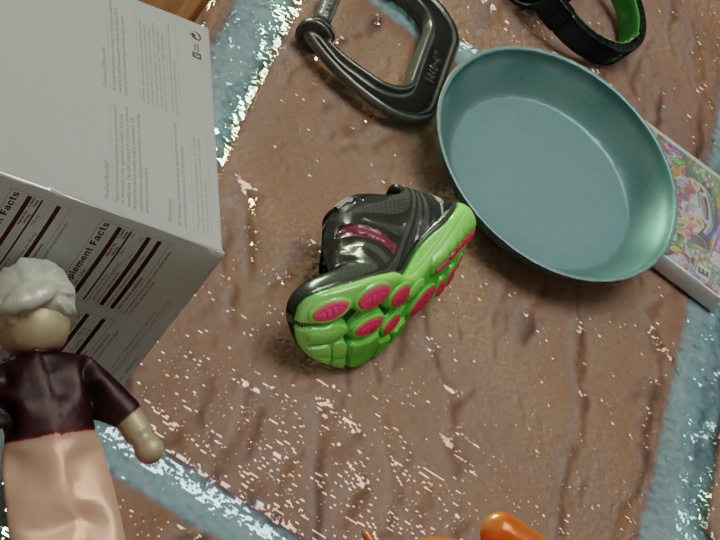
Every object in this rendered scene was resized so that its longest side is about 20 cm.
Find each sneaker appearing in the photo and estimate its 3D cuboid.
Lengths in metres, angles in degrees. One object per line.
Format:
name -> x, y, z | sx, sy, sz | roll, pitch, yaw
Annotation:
sneaker -> 0.000, 0.000, 1.696 | 0.084, 0.077, 0.200 | 30, 30, 15

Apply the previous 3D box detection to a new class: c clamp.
c clamp -> -0.001, -0.190, 1.924 | 0.171, 0.027, 0.200 | 34, 35, -18

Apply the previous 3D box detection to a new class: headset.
headset -> 0.163, -0.258, 2.076 | 0.200, 0.094, 0.124 | 51, 36, -5

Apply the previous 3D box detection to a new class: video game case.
video game case -> 0.204, -0.070, 1.979 | 0.200, 0.018, 0.143 | 36, 37, -5

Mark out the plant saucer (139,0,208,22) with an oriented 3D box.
plant saucer -> -0.183, -0.220, 1.657 | 0.200, 0.200, 0.032 | 46, 2, 8

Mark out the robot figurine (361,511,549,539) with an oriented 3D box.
robot figurine -> 0.072, 0.225, 1.474 | 0.200, 0.144, 0.117 | 30, 15, -15

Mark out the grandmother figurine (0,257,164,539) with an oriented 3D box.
grandmother figurine -> -0.168, 0.090, 1.398 | 0.121, 0.061, 0.201 | -1, 75, -29

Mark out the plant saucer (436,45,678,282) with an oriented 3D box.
plant saucer -> 0.135, -0.069, 1.883 | 0.199, 0.036, 0.200 | 16, 52, -22

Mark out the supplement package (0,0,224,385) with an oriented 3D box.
supplement package -> -0.202, -0.064, 1.505 | 0.200, 0.147, 0.192 | 20, 41, -25
